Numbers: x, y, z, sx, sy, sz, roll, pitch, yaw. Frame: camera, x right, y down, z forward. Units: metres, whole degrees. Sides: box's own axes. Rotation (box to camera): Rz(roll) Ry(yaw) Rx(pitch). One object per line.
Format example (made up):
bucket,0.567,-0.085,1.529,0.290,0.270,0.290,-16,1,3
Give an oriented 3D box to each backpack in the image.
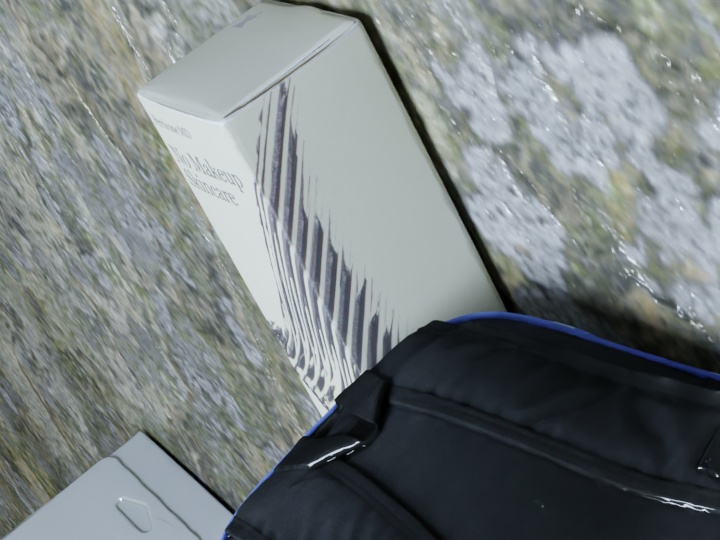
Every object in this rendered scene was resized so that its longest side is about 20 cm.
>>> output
backpack,0.057,0.119,0.668,0.200,0.183,0.147,25,151,52

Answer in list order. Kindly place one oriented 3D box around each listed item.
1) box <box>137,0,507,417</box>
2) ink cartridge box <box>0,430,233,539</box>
box,0.000,0.000,0.767,0.082,0.068,0.201,22,146,59
ink cartridge box,-0.150,0.255,1.488,0.145,0.144,0.201,34,154,44
